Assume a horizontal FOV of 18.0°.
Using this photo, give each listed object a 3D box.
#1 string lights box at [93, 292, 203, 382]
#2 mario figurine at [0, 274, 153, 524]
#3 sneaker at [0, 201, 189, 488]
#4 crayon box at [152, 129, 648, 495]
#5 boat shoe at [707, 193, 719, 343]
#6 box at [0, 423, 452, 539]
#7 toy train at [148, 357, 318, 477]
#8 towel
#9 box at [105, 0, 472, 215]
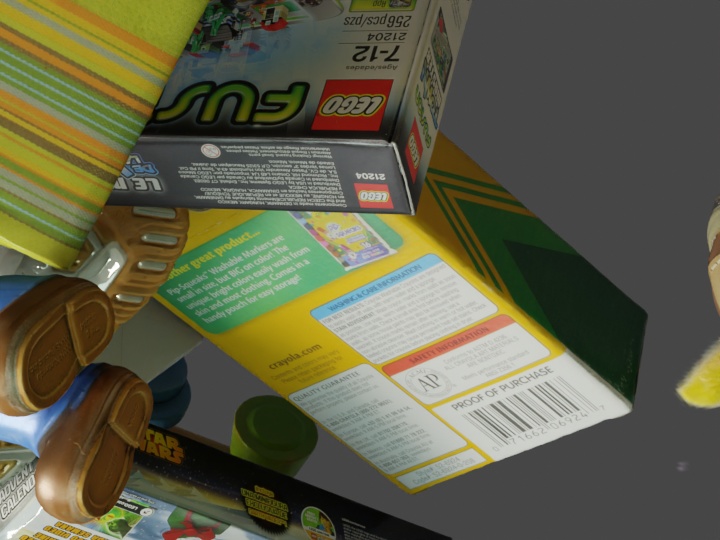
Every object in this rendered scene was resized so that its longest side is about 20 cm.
[{"bbox_3d":[-0.165,0.036,0.947,0.200,0.059,0.103,-32,93,44],"label":"string lights box"},{"bbox_3d":[-0.171,0.037,0.729,0.199,0.106,0.124,11,105,31],"label":"mario figurine"},{"bbox_3d":[-0.143,0.013,0.834,0.200,0.088,0.075,-46,146,18],"label":"sneaker"},{"bbox_3d":[0.000,0.000,0.881,0.125,0.052,0.200,-25,127,40],"label":"crayon box"},{"bbox_3d":[0.188,0.050,0.858,0.075,0.074,0.200,-19,130,37],"label":"boat shoe"},{"bbox_3d":[-0.074,0.130,0.933,0.199,0.040,0.137,25,129,-36],"label":"box"},{"bbox_3d":[-0.047,0.104,1.012,0.199,0.085,0.116,21,129,-7],"label":"toy train"},{"bbox_3d":[-0.080,-0.106,0.683,0.086,0.201,0.018,28,-179,-8],"label":"towel"},{"bbox_3d":[-0.068,-0.072,0.768,0.198,0.111,0.035,2,140,17],"label":"box"}]
